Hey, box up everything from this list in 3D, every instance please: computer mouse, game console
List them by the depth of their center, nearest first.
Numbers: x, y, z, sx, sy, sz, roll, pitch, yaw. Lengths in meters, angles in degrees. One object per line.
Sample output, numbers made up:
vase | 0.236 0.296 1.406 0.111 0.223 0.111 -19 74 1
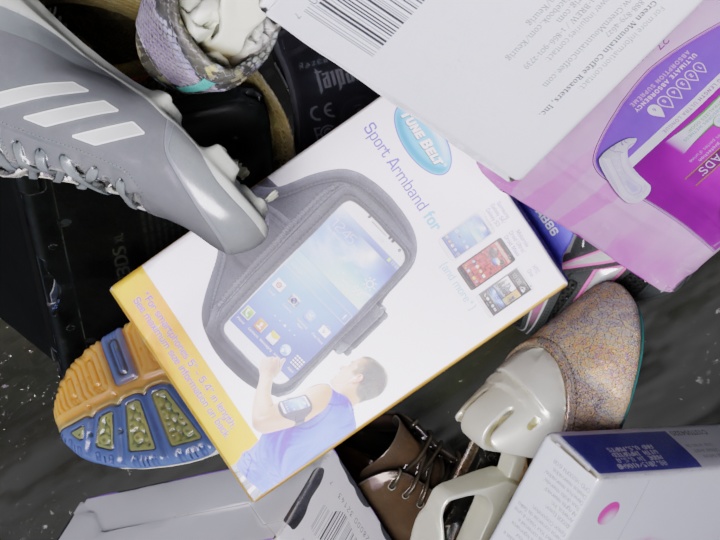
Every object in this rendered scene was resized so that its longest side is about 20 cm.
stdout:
computer mouse | 0.019 -0.119 1.137 0.139 0.046 0.201 -17 121 8
game console | -0.135 -0.042 1.171 0.174 0.117 0.201 -14 146 -7

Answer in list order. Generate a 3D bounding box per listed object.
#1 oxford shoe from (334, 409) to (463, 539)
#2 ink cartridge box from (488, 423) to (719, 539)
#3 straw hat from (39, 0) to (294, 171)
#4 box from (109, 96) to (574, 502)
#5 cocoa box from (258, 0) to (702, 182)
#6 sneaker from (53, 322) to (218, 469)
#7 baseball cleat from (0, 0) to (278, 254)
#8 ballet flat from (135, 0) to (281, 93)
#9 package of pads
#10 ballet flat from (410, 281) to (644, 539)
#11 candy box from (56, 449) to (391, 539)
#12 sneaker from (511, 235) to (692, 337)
oxford shoe | 0.030 0.116 1.195 0.198 0.073 0.085 17 143 5
ink cartridge box | 0.115 0.163 1.143 0.043 0.195 0.201 41 116 34
straw hat | -0.114 -0.113 1.153 0.199 0.086 0.202 12 146 8
box | 0.000 0.000 1.094 0.199 0.041 0.119 -35 88 6
cocoa box | 0.073 -0.164 0.915 0.133 0.132 0.200 31 125 -21
sneaker | -0.048 0.048 1.168 0.198 0.088 0.076 -20 77 5
baseball cleat | -0.133 -0.053 1.030 0.200 0.070 0.107 41 81 18
ballet flat | -0.039 -0.170 1.026 0.071 0.072 0.202 17 94 8
package of pads | 0.151 -0.092 0.996 0.120 0.076 0.200 30 126 -21
ballet flat | 0.068 0.095 1.119 0.067 0.068 0.201 10 109 -38
candy box | -0.042 0.198 1.210 0.167 0.072 0.201 -15 118 35
sneaker | 0.138 -0.036 1.138 0.086 0.081 0.200 41 121 -15
